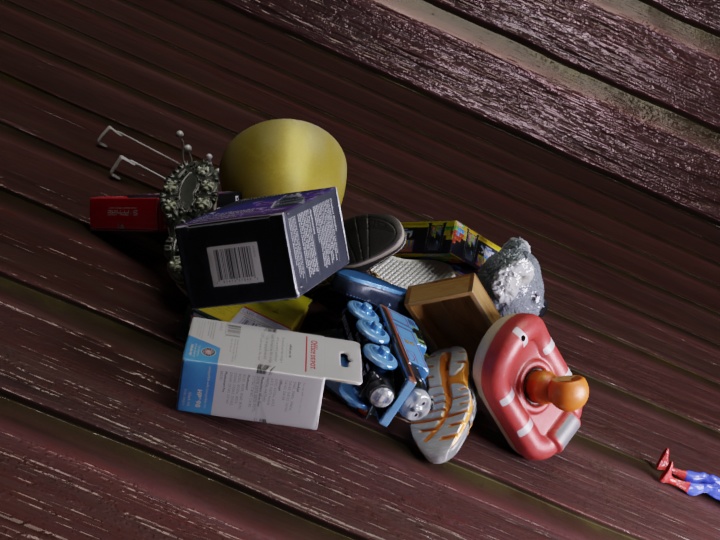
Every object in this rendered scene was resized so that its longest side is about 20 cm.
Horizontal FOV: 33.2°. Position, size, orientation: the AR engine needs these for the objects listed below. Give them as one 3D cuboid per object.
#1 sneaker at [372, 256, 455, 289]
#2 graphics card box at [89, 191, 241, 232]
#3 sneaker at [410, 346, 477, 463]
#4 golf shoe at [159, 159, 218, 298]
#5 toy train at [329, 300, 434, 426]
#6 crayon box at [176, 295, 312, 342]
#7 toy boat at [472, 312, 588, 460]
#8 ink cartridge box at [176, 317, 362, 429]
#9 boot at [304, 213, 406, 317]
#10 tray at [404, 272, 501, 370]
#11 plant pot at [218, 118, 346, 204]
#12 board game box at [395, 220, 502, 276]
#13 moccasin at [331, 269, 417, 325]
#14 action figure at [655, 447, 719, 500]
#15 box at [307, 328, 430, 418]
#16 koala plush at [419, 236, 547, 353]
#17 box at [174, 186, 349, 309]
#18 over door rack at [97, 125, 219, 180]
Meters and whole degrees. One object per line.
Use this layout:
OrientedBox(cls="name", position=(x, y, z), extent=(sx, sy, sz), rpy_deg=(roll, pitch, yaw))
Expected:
OrientedBox(cls="sneaker", position=(0.040, 0.027, 1.844), extent=(0.198, 0.115, 0.073), rpy_deg=(13, 63, 1))
OrientedBox(cls="graphics card box", position=(-0.271, -0.084, 1.705), extent=(0.124, 0.052, 0.199), rpy_deg=(2, 5, 30))
OrientedBox(cls="sneaker", position=(0.115, 0.180, 1.524), extent=(0.077, 0.078, 0.201), rpy_deg=(-10, 29, 19))
OrientedBox(cls="golf shoe", position=(-0.224, -0.053, 1.595), extent=(0.076, 0.088, 0.202), rpy_deg=(-1, 58, 1))
OrientedBox(cls="toy train", position=(0.029, 0.111, 1.467), extent=(0.113, 0.087, 0.200), rpy_deg=(24, 19, -22))
OrientedBox(cls="crayon box", position=(-0.143, 0.061, 1.548), extent=(0.126, 0.051, 0.200), rpy_deg=(25, 20, 4))
OrientedBox(cls="toy boat", position=(0.236, 0.148, 1.542), extent=(0.130, 0.131, 0.201), rpy_deg=(0, -50, 52))
OrientedBox(cls="ink cartridge box", position=(-0.101, 0.118, 1.360), extent=(0.198, 0.067, 0.116), rpy_deg=(9, 20, -5))
OrientedBox(cls="boot", position=(0.000, 0.000, 1.670), extent=(0.150, 0.199, 0.074), rpy_deg=(36, 35, -50))
OrientedBox(cls="tray", position=(0.146, 0.087, 1.616), extent=(0.201, 0.098, 0.037), rpy_deg=(55, 35, -39))
OrientedBox(cls="plant pot", position=(-0.114, -0.104, 1.810), extent=(0.198, 0.201, 0.143), rpy_deg=(17, 39, -21))
OrientedBox(cls="board game box", position=(0.109, -0.026, 1.894), extent=(0.198, 0.057, 0.165), rpy_deg=(1, -18, 40))
OrientedBox(cls="moccasin", position=(0.030, 0.051, 1.601), extent=(0.080, 0.069, 0.199), rpy_deg=(28, 4, 41))
OrientedBox(cls="action figure", position=(0.521, 0.314, 1.715), extent=(0.198, 0.052, 0.065), rpy_deg=(26, 15, -4))
OrientedBox(cls="box", position=(0.019, 0.127, 1.593), extent=(0.136, 0.038, 0.199), rpy_deg=(35, 21, 27))
OrientedBox(cls="koala plush", position=(0.198, 0.054, 1.760), extent=(0.182, 0.202, 0.177), rpy_deg=(25, 19, 3))
OrientedBox(cls="box", position=(-0.116, -0.031, 1.494), extent=(0.146, 0.106, 0.200), rpy_deg=(-7, 11, 18))
OrientedBox(cls="over door rack", position=(-0.314, -0.181, 1.956), extent=(0.198, 0.067, 0.148), rpy_deg=(15, 20, -27))
